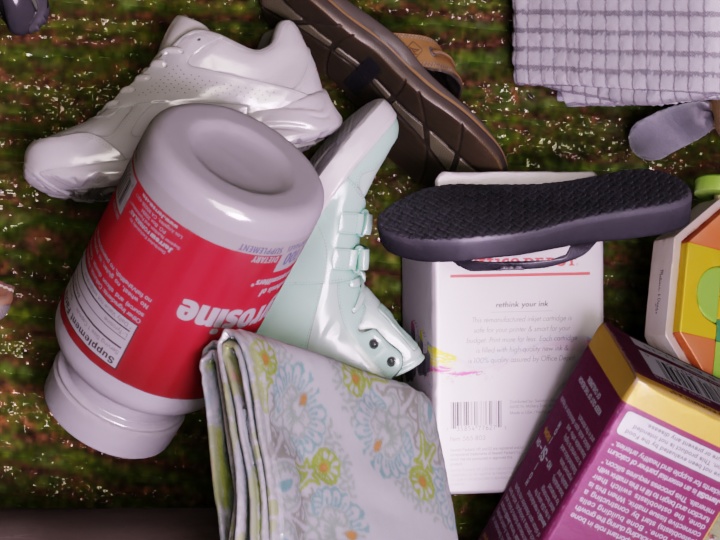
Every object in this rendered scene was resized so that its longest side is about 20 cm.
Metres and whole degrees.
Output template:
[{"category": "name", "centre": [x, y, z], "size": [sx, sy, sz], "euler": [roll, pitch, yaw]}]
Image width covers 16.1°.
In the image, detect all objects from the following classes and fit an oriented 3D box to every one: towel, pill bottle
[{"category": "towel", "centre": [0.182, -0.185, 1.573], "size": [0.085, 0.200, 0.166], "euler": [-8, 98, -38]}, {"category": "towel", "centre": [-0.011, 0.132, 1.465], "size": [0.200, 0.048, 0.171], "euler": [22, 53, -47]}, {"category": "pill bottle", "centre": [-0.110, 0.010, 1.490], "size": [0.112, 0.112, 0.200], "euler": [20, 122, -16]}]

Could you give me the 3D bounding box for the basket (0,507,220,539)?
[{"category": "basket", "centre": [-0.146, 0.208, 1.512], "size": [0.200, 0.136, 0.181], "euler": [7, 133, -9]}]

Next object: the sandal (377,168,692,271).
[{"category": "sandal", "centre": [0.109, -0.023, 1.546], "size": [0.200, 0.076, 0.043], "euler": [-5, 118, -17]}]

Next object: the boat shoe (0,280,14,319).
[{"category": "boat shoe", "centre": [-0.286, -0.036, 1.494], "size": [0.200, 0.076, 0.072], "euler": [31, 81, -17]}]

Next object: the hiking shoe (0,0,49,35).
[{"category": "hiking shoe", "centre": [-0.268, -0.206, 1.501], "size": [0.101, 0.076, 0.200], "euler": [-40, 93, -3]}]

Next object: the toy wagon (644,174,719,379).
[{"category": "toy wagon", "centre": [0.270, 0.028, 1.634], "size": [0.200, 0.040, 0.155], "euler": [13, 78, -28]}]

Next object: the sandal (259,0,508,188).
[{"category": "sandal", "centre": [0.022, -0.124, 1.593], "size": [0.200, 0.082, 0.055], "euler": [42, 58, -7]}]

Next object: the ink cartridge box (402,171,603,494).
[{"category": "ink cartridge box", "centre": [0.089, 0.037, 1.611], "size": [0.115, 0.068, 0.200], "euler": [-1, 92, -17]}]

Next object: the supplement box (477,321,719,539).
[{"category": "supplement box", "centre": [0.162, 0.155, 1.542], "size": [0.131, 0.103, 0.200], "euler": [26, 103, -15]}]

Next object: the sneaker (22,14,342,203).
[{"category": "sneaker", "centre": [-0.116, -0.102, 1.550], "size": [0.200, 0.078, 0.100], "euler": [-16, 86, -21]}]

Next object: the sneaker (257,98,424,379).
[{"category": "sneaker", "centre": [0.000, 0.000, 1.579], "size": [0.118, 0.074, 0.201], "euler": [28, 93, -9]}]

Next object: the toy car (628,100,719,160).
[{"category": "toy car", "centre": [0.274, -0.126, 1.648], "size": [0.164, 0.158, 0.200], "euler": [35, 108, -22]}]
